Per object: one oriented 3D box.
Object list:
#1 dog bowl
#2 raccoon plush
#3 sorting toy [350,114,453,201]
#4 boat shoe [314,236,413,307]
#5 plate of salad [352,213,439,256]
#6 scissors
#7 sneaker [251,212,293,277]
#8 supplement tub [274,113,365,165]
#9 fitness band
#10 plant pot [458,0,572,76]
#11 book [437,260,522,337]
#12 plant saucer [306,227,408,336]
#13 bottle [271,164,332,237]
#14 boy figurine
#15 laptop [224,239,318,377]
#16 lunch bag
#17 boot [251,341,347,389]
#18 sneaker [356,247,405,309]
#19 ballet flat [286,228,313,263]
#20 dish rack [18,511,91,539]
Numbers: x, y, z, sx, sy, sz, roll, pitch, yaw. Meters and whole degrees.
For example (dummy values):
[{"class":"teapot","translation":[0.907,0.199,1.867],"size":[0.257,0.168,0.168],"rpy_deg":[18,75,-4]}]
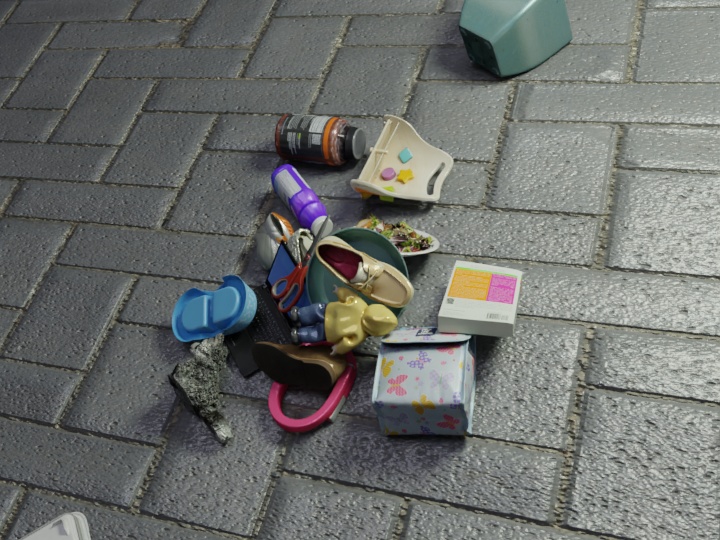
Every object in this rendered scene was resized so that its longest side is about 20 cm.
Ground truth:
[{"class":"dog bowl","translation":[-0.289,0.083,1.697],"size":[0.197,0.049,0.113],"rpy_deg":[-19,61,29]},{"class":"raccoon plush","translation":[-0.273,0.221,1.625],"size":[0.133,0.097,0.201],"rpy_deg":[-35,80,-26]},{"class":"sorting toy","translation":[0.099,-0.211,1.810],"size":[0.177,0.108,0.202],"rpy_deg":[15,59,19]},{"class":"boat shoe","translation":[0.001,0.007,1.510],"size":[0.198,0.069,0.075],"rpy_deg":[29,101,11]},{"class":"plate of salad","translation":[0.060,-0.072,1.681],"size":[0.196,0.049,0.200],"rpy_deg":[5,18,-2]},{"class":"scissors","translation":[-0.102,-0.010,1.626],"size":[0.201,0.014,0.073],"rpy_deg":[-51,49,7]},{"class":"sneaker","translation":[-0.167,-0.016,1.770],"size":[0.092,0.075,0.202],"rpy_deg":[-39,57,27]},{"class":"supplement tub","translation":[-0.089,-0.295,1.925],"size":[0.197,0.108,0.108],"rpy_deg":[10,57,24]},{"class":"fitness band","translation":[-0.090,0.210,1.581],"size":[0.141,0.038,0.202],"rpy_deg":[14,58,27]},{"class":"plant pot","translation":[0.338,-0.569,1.947],"size":[0.200,0.197,0.195],"rpy_deg":[-43,53,-7]},{"class":"book","translation":[0.222,0.051,1.539],"size":[0.131,0.049,0.201],"rpy_deg":[4,27,15]},{"class":"plant saucer","translation":[-0.003,0.021,1.567],"size":[0.196,0.036,0.204],"rpy_deg":[1,95,16]},{"class":"bottle","translation":[-0.125,-0.147,1.837],"size":[0.065,0.084,0.201],"rpy_deg":[-31,51,-9]},{"class":"boy figurine","translation":[-0.029,0.087,1.522],"size":[0.196,0.064,0.127],"rpy_deg":[-7,79,15]},{"class":"laptop","translation":[-0.191,0.074,1.668],"size":[0.198,0.104,0.178],"rpy_deg":[-29,53,-8]},{"class":"lunch bag","translation":[0.115,0.176,1.485],"size":[0.166,0.128,0.202],"rpy_deg":[-1,44,16]},{"class":"boot","translation":[-0.114,0.167,1.574],"size":[0.197,0.075,0.075],"rpy_deg":[11,30,31]},{"class":"sneaker","translation":[0.000,0.000,1.643],"size":[0.198,0.141,0.078],"rpy_deg":[22,62,30]},{"class":"ballet flat","translation":[-0.098,0.003,1.687],"size":[0.071,0.072,0.203],"rpy_deg":[-23,67,-1]},{"class":"dish rack","translation":[-0.548,0.531,1.480],"size":[0.170,0.044,0.201],"rpy_deg":[-28,51,-6]}]
